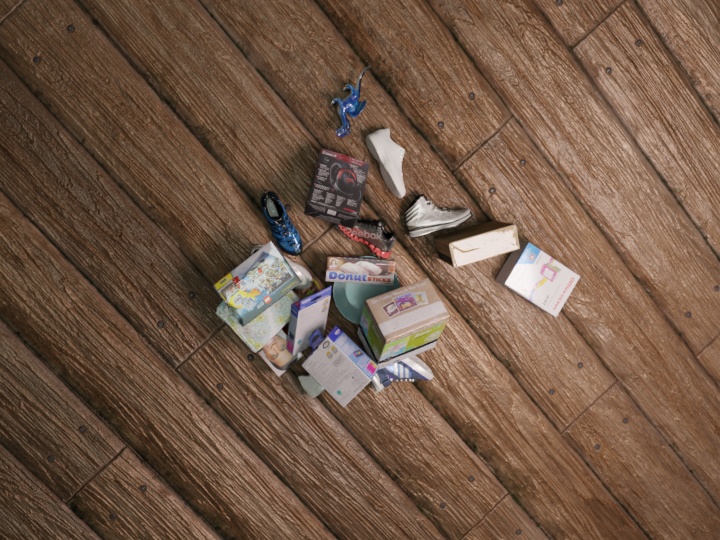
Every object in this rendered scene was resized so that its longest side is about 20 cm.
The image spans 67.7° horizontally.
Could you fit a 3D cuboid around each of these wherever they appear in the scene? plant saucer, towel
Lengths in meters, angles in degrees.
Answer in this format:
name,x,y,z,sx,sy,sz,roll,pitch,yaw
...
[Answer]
name,x,y,z,sx,sy,sz,roll,pitch,yaw
plant saucer,0.017,0.057,1.583,0.197,0.039,0.205,-1,97,-6
towel,-0.281,0.103,1.489,0.200,0.048,0.171,-44,92,1

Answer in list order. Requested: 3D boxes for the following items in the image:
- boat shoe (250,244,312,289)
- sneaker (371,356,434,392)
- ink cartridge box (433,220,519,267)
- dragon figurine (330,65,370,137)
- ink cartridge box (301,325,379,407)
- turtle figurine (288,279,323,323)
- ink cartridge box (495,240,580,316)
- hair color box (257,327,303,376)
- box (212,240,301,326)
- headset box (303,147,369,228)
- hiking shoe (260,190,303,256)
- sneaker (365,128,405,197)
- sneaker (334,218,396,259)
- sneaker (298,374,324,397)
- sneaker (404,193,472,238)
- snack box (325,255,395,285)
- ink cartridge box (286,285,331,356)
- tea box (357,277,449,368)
name,x,y,z,sx,sy,sz,roll,pitch,yaw
boat shoe,-0.225,-0.009,1.535,0.199,0.066,0.072,37,91,-9
sneaker,0.104,0.314,1.607,0.198,0.081,0.148,31,100,-12
ink cartridge box,0.329,-0.079,1.538,0.197,0.165,0.076,-16,100,-3
dragon figurine,-0.018,-0.469,1.511,0.099,0.059,0.200,42,91,-9
ink cartridge box,-0.067,0.252,1.475,0.200,0.076,0.137,43,117,1
turtle figurine,-0.176,0.100,1.538,0.161,0.064,0.201,-39,109,4
ink cartridge box,0.533,0.024,1.612,0.198,0.085,0.146,31,92,-10
hair color box,-0.263,0.195,1.557,0.101,0.061,0.201,-40,99,-1
box,-0.277,0.036,1.444,0.199,0.038,0.137,-37,91,0
headset box,-0.062,-0.237,1.492,0.146,0.075,0.203,15,65,-8
hiking shoe,-0.227,-0.127,1.512,0.074,0.087,0.202,-30,99,-2
sneaker,0.096,-0.312,1.539,0.088,0.075,0.202,-28,97,-14
sneaker,0.019,-0.118,1.536,0.199,0.071,0.098,31,120,-10
sneaker,-0.094,0.282,1.573,0.199,0.075,0.089,-39,95,1
sneaker,0.222,-0.175,1.561,0.197,0.076,0.117,-17,100,-2
snack box,0.000,0.000,1.539,0.196,0.024,0.073,4,104,-6
ink cartridge box,-0.144,0.133,1.487,0.118,0.042,0.202,-25,141,-40
tea box,0.114,0.151,1.488,0.197,0.198,0.135,-19,60,-18
